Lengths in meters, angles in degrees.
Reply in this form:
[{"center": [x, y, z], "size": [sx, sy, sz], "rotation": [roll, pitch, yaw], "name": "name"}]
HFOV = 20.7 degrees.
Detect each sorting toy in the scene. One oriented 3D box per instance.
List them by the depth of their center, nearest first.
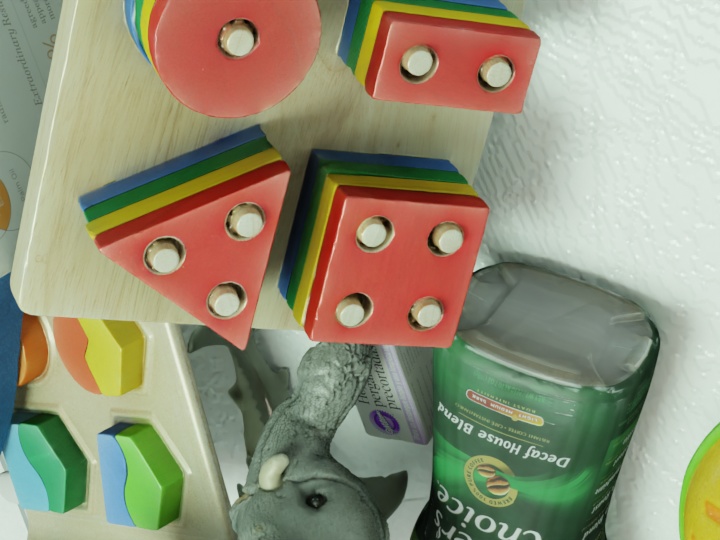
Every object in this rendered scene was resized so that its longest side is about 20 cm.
[{"center": [-0.029, -0.056, 0.828], "size": [0.198, 0.070, 0.201], "rotation": [4, 116, -24], "name": "sorting toy"}, {"center": [-0.150, 0.069, 1.046], "size": [0.185, 0.036, 0.201], "rotation": [0, 105, 46], "name": "sorting toy"}]

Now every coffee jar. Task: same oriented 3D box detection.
[{"center": [0.080, 0.101, 0.971], "size": [0.104, 0.085, 0.201], "rotation": [19, 129, 18], "name": "coffee jar"}]

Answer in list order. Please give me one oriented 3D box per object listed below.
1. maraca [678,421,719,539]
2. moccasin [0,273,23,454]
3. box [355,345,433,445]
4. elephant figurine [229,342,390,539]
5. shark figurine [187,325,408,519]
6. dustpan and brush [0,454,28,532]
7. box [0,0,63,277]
[{"center": [0.207, 0.138, 0.909], "size": [0.137, 0.107, 0.201], "rotation": [27, 132, 20], "name": "maraca"}, {"center": [-0.224, 0.056, 1.045], "size": [0.068, 0.080, 0.201], "rotation": [27, 116, 17], "name": "moccasin"}, {"center": [0.000, 0.000, 0.953], "size": [0.039, 0.042, 0.201], "rotation": [8, 136, 31], "name": "box"}, {"center": [-0.037, 0.157, 0.931], "size": [0.199, 0.142, 0.155], "rotation": [-33, 117, 3], "name": "elephant figurine"}, {"center": [-0.023, 0.104, 1.056], "size": [0.089, 0.128, 0.216], "rotation": [-15, 88, 3], "name": "shark figurine"}, {"center": [-0.149, 0.122, 1.133], "size": [0.199, 0.057, 0.140], "rotation": [-1, 119, 30], "name": "dustpan and brush"}, {"center": [-0.186, -0.083, 0.900], "size": [0.106, 0.200, 0.153], "rotation": [-6, 110, 43], "name": "box"}]
